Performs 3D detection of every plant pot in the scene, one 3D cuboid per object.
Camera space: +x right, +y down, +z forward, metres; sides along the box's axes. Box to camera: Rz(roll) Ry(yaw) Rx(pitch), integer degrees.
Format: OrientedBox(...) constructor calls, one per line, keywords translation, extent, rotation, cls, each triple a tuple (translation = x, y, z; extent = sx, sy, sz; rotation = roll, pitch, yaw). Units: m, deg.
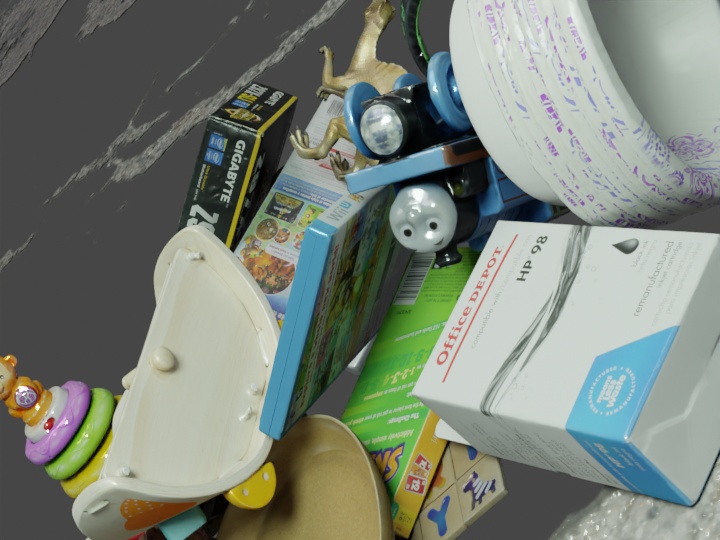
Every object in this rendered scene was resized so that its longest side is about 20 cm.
OrientedBox(translation=(-0.035, 0.187, 0.856), extent=(0.200, 0.027, 0.202), rotation=(-37, 44, 45), cls="plant pot")

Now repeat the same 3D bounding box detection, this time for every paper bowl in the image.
OrientedBox(translation=(0.125, -0.117, 0.797), extent=(0.104, 0.201, 0.202), rotation=(-21, 39, 36), cls="paper bowl")

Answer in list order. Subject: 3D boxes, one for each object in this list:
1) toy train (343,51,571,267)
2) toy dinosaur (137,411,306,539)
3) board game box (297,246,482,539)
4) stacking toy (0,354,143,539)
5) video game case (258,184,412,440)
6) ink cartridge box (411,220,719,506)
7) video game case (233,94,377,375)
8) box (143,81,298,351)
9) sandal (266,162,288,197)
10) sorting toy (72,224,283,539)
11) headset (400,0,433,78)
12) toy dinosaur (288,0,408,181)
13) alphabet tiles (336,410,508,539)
OrientedBox(translation=(0.065, -0.070, 0.864), extent=(0.086, 0.116, 0.199), rotation=(-16, 3, 31), cls="toy train")
OrientedBox(translation=(-0.086, 0.141, 0.996), extent=(0.200, 0.086, 0.136), rotation=(-49, 24, 1), cls="toy dinosaur")
OrientedBox(translation=(0.028, 0.079, 0.898), extent=(0.095, 0.030, 0.202), rotation=(-2, 58, 59), cls="board game box")
OrientedBox(translation=(-0.211, 0.124, 1.095), extent=(0.116, 0.199, 0.110), rotation=(-49, 25, 5), cls="stacking toy")
OrientedBox(translation=(0.000, 0.000, 0.906), extent=(0.200, 0.018, 0.145), rotation=(-45, -26, -57), cls="video game case")
OrientedBox(translation=(0.106, 0.041, 0.767), extent=(0.199, 0.067, 0.117), rotation=(6, 63, 53), cls="ink cartridge box")
OrientedBox(translation=(-0.011, -0.035, 1.077), extent=(0.142, 0.018, 0.202), rotation=(21, 73, 29), cls="video game case")
OrientedBox(translation=(-0.111, -0.040, 1.167), extent=(0.160, 0.049, 0.202), rotation=(-61, -11, -73), cls="box")
OrientedBox(translation=(-0.041, -0.074, 1.194), extent=(0.201, 0.054, 0.080), rotation=(-54, -6, -6), cls="sandal")
OrientedBox(translation=(-0.132, 0.109, 0.931), extent=(0.180, 0.106, 0.202), rotation=(-40, 27, 42), cls="sorting toy")
OrientedBox(translation=(0.126, -0.192, 1.016), extent=(0.198, 0.124, 0.094), rotation=(-25, 32, 3), cls="headset")
OrientedBox(translation=(0.004, -0.100, 1.038), extent=(0.100, 0.058, 0.203), rotation=(-20, 76, 40), cls="toy dinosaur")
OrientedBox(translation=(0.052, 0.093, 0.879), extent=(0.200, 0.008, 0.168), rotation=(-45, 29, 24), cls="alphabet tiles")
